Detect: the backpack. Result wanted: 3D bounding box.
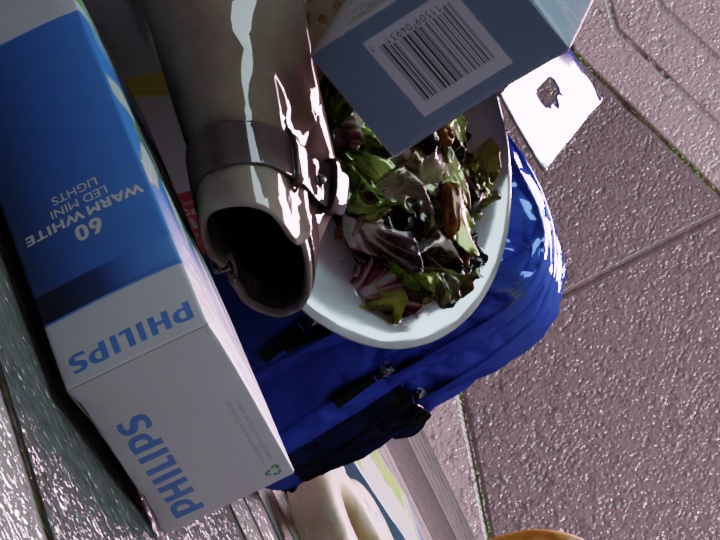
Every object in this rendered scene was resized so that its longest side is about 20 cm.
[{"bbox_3d":[0.000,0.000,1.414,0.163,0.200,0.168,64,2,14],"label":"backpack"}]

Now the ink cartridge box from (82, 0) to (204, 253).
[{"bbox_3d":[-0.112,-0.118,1.265,0.200,0.083,0.145,60,23,-49],"label":"ink cartridge box"}]

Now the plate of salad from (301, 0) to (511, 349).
[{"bbox_3d":[0.009,-0.064,1.294,0.200,0.048,0.200,17,65,-43],"label":"plate of salad"}]

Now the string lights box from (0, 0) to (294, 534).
[{"bbox_3d":[-0.096,-0.009,1.090,0.103,0.059,0.200,64,0,-50],"label":"string lights box"}]

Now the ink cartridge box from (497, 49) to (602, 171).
[{"bbox_3d":[0.071,-0.161,1.419,0.200,0.043,0.196,57,18,-5],"label":"ink cartridge box"}]

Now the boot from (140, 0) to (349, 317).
[{"bbox_3d":[-0.054,-0.081,1.144,0.200,0.070,0.146,56,25,-51],"label":"boot"}]

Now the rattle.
[{"bbox_3d":[0.029,0.122,1.534,0.130,0.143,0.200,43,14,-17],"label":"rattle"}]

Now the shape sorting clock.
[{"bbox_3d":[-0.009,0.129,1.743,0.200,0.039,0.200,59,4,-7],"label":"shape sorting clock"}]

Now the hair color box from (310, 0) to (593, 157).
[{"bbox_3d":[0.059,-0.140,1.219,0.061,0.099,0.200,49,34,-16],"label":"hair color box"}]
